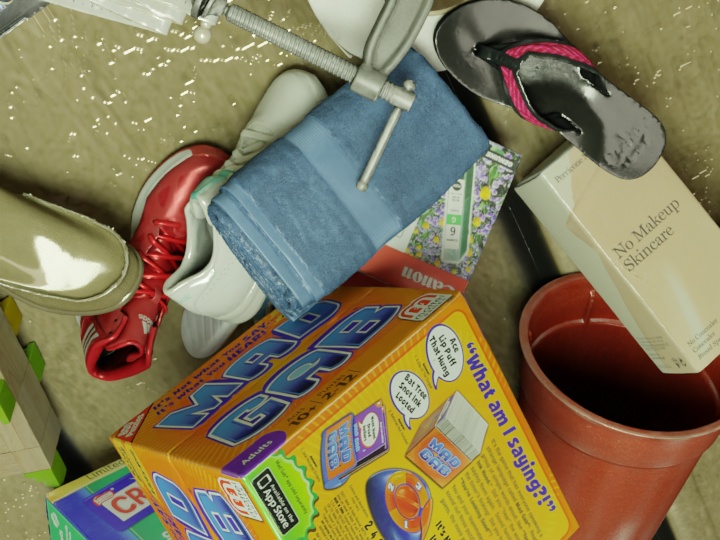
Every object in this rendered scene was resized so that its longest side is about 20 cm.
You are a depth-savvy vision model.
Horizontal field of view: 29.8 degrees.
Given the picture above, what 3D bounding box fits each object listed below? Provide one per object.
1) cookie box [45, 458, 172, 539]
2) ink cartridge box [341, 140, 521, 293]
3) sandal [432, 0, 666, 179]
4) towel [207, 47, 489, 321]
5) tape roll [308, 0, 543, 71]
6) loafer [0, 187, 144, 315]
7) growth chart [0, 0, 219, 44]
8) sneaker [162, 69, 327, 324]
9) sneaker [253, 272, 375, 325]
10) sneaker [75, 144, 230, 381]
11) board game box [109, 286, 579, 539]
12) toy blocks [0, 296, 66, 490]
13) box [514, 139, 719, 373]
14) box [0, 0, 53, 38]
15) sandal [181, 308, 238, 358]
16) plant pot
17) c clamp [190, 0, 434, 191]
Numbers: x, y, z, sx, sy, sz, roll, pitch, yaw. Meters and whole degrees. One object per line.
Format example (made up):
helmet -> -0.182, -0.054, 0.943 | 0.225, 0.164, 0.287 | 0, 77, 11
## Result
cookie box -> -0.135, 0.228, 1.118 | 0.171, 0.200, 0.076 | -23, 131, -38
ink cartridge box -> 0.036, -0.020, 1.061 | 0.108, 0.050, 0.201 | 23, 89, -12
sandal -> 0.146, -0.136, 1.003 | 0.199, 0.045, 0.075 | 32, 102, -10
towel -> -0.009, -0.067, 0.987 | 0.200, 0.049, 0.112 | -40, 101, -14
tape roll -> 0.050, -0.241, 0.986 | 0.201, 0.037, 0.204 | -7, 125, -10
loafer -> -0.258, -0.021, 0.993 | 0.199, 0.067, 0.076 | 15, 78, 1
growth chart -> -0.165, -0.233, 0.917 | 0.199, 0.018, 0.146 | 7, 106, -29
sneaker -> -0.087, -0.060, 1.009 | 0.088, 0.075, 0.201 | 18, 92, -47
sneaker -> 0.000, 0.000, 1.112 | 0.200, 0.073, 0.072 | -35, 123, 7
sneaker -> -0.152, 0.007, 1.051 | 0.078, 0.116, 0.200 | 22, 115, -25
board game box -> -0.012, 0.148, 0.949 | 0.200, 0.199, 0.201 | -38, 110, -27
toy blocks -> -0.336, 0.102, 1.095 | 0.136, 0.100, 0.201 | -11, 126, 8
box -> 0.225, -0.023, 1.083 | 0.095, 0.078, 0.200 | -41, 93, -9
box -> -0.320, -0.223, 0.899 | 0.161, 0.049, 0.200 | -33, 125, 10
sandal -> -0.070, -0.014, 1.085 | 0.059, 0.079, 0.207 | 21, 112, -43
plant pot -> 0.218, 0.140, 1.196 | 0.199, 0.201, 0.196 | -1, 131, -13
c clamp -> -0.037, -0.178, 0.932 | 0.199, 0.027, 0.171 | 32, 97, -3
